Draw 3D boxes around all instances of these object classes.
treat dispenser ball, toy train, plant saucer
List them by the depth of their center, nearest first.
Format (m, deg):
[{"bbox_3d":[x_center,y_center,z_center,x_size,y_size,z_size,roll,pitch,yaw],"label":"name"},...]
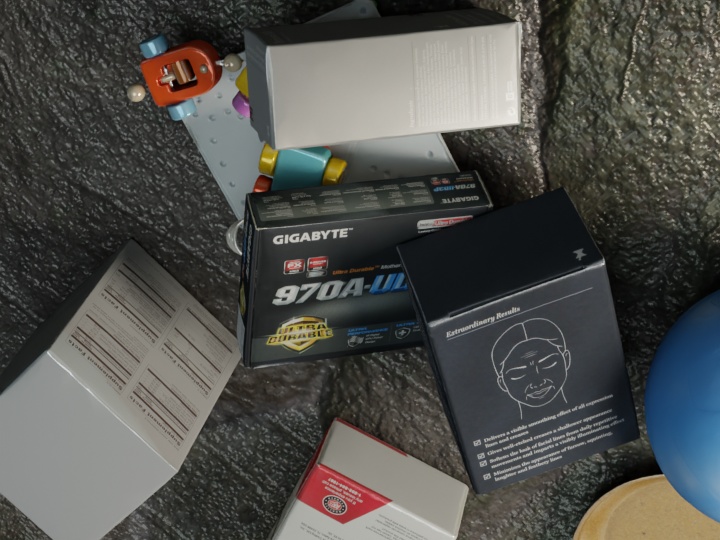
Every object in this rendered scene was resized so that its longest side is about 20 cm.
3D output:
[{"bbox_3d":[0.325,0.108,1.438,0.199,0.201,0.203,6,119,11],"label":"treat dispenser ball"},{"bbox_3d":[-0.092,-0.118,1.484,0.149,0.056,0.201,-19,108,24],"label":"toy train"},{"bbox_3d":[0.289,0.258,1.623,0.198,0.036,0.202,6,118,12],"label":"plant saucer"}]

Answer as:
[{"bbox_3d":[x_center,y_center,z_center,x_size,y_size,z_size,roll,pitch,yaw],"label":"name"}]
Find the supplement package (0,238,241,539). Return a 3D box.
[{"bbox_3d":[-0.225,0.109,1.583,0.151,0.200,0.152,44,120,-10],"label":"supplement package"}]

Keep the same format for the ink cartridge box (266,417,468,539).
[{"bbox_3d":[-0.010,0.259,1.674,0.143,0.084,0.201,27,120,-2],"label":"ink cartridge box"}]

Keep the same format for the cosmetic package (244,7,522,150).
[{"bbox_3d":[0.015,-0.148,1.388,0.198,0.107,0.091,-5,105,-15],"label":"cosmetic package"}]

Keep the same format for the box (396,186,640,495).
[{"bbox_3d":[0.129,0.059,1.466,0.147,0.107,0.201,-19,130,-2],"label":"box"}]

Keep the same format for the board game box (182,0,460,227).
[{"bbox_3d":[-0.031,-0.107,1.518,0.199,0.026,0.201,-21,110,23],"label":"board game box"}]

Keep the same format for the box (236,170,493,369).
[{"bbox_3d":[0.000,0.000,1.487,0.198,0.046,0.160,-6,135,-15],"label":"box"}]
